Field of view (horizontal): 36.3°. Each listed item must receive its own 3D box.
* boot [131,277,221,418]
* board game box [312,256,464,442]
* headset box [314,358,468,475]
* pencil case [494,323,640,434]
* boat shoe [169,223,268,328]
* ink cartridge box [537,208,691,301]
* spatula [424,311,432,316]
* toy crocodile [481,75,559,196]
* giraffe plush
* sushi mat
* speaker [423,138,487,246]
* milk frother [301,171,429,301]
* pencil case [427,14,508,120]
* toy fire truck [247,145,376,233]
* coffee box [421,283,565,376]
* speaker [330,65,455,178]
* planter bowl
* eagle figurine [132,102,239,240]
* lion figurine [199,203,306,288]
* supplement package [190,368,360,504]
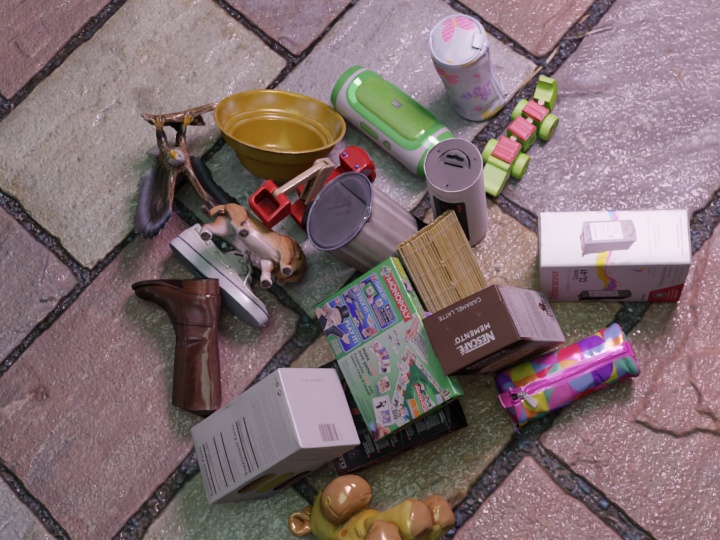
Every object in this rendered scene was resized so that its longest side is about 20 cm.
[{"bbox_3d":[-0.269,0.113,1.600,0.185,0.064,0.203,-1,92,45],"label":"boot"},{"bbox_3d":[0.034,0.103,1.432,0.134,0.029,0.202,-31,73,20],"label":"board game box"},{"bbox_3d":[0.024,0.179,1.488,0.199,0.075,0.150,-27,74,22],"label":"headset box"},{"bbox_3d":[0.278,0.144,1.494,0.198,0.089,0.089,-24,69,-2],"label":"pencil case"},{"bbox_3d":[-0.190,-0.003,1.630,0.086,0.075,0.202,-42,62,-16],"label":"boat shoe"},{"bbox_3d":[0.344,-0.018,1.507,0.197,0.148,0.087,-2,68,9],"label":"ink cartridge box"},{"bbox_3d":[0.054,0.152,1.532,0.056,0.021,0.202,18,90,10],"label":"spatula"},{"bbox_3d":[0.236,-0.199,1.634,0.067,0.062,0.201,32,78,18],"label":"toy crocodile"},{"bbox_3d":[0.002,0.338,1.448,0.162,0.172,0.201,47,117,30],"label":"giraffe plush"},{"bbox_3d":[0.125,0.018,1.520,0.095,0.201,0.012,-33,33,-7],"label":"sushi mat"},{"bbox_3d":[0.136,-0.106,1.541,0.080,0.200,0.082,-3,69,7],"label":"speaker"},{"bbox_3d":[0.000,0.000,1.530,0.179,0.187,0.202,-12,59,40],"label":"milk frother"},{"bbox_3d":[0.158,-0.293,1.609,0.090,0.200,0.084,26,82,23],"label":"pencil case"},{"bbox_3d":[-0.065,-0.122,1.605,0.200,0.141,0.049,-40,70,-11],"label":"toy fire truck"},{"bbox_3d":[0.178,0.080,1.439,0.114,0.199,0.080,-29,74,23],"label":"coffee box"},{"bbox_3d":[0.050,-0.225,1.660,0.200,0.089,0.089,40,80,19],"label":"speaker"},{"bbox_3d":[-0.125,-0.191,1.654,0.198,0.084,0.201,7,33,-4],"label":"planter bowl"},{"bbox_3d":[-0.271,-0.143,1.655,0.150,0.150,0.202,-15,84,28],"label":"eagle figurine"},{"bbox_3d":[-0.150,-0.046,1.563,0.072,0.200,0.123,-35,24,17],"label":"lion figurine"},{"bbox_3d":[-0.117,0.221,1.461,0.199,0.113,0.111,-36,63,36],"label":"supplement package"}]
